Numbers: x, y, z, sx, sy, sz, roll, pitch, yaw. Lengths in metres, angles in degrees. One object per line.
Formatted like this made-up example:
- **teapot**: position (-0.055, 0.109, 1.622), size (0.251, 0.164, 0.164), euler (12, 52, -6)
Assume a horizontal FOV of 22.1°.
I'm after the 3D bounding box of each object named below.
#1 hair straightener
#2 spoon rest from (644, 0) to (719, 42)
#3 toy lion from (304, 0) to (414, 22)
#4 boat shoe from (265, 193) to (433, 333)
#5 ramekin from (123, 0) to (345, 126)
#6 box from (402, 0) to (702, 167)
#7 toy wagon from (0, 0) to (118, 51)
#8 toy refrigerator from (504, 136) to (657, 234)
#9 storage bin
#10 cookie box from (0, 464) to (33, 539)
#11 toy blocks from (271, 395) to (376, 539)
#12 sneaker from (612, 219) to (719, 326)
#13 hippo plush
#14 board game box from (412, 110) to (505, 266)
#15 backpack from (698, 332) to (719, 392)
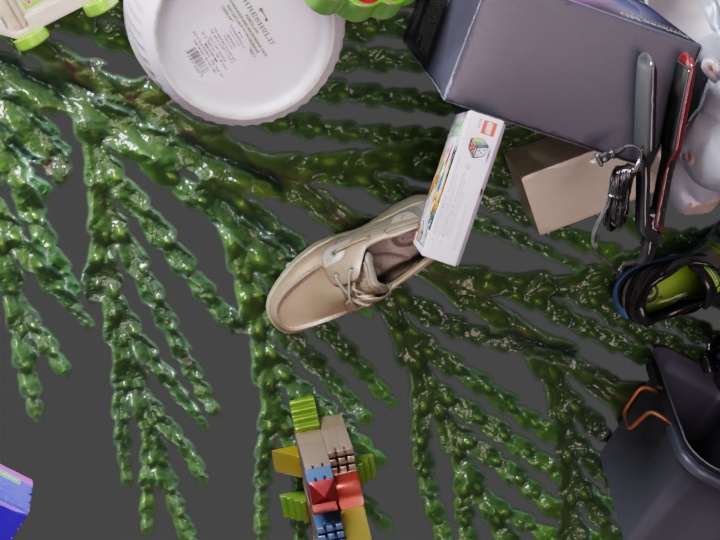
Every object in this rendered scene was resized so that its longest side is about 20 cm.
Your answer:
- **hair straightener**: position (0.225, -0.087, 1.541), size (0.077, 0.041, 0.200), euler (2, 115, -12)
- **spoon rest**: position (0.355, -0.274, 1.685), size (0.200, 0.061, 0.099), euler (-26, 113, 1)
- **toy lion**: position (-0.030, -0.307, 1.546), size (0.200, 0.069, 0.192), euler (19, 63, -15)
- **boat shoe**: position (0.000, 0.000, 1.734), size (0.200, 0.065, 0.072), euler (-31, 113, 4)
- **ramekin**: position (-0.105, -0.220, 1.608), size (0.200, 0.105, 0.201), euler (-3, 113, -8)
- **box**: position (0.163, -0.198, 1.610), size (0.200, 0.198, 0.123), euler (16, 108, -16)
- **toy wagon**: position (-0.309, -0.269, 1.592), size (0.200, 0.040, 0.155), euler (-26, 113, 3)
- **toy refrigerator**: position (0.244, -0.104, 1.727), size (0.200, 0.076, 0.070), euler (-21, 113, -1)
- **storage bin**: position (0.306, 0.190, 1.798), size (0.145, 0.200, 0.134), euler (26, 115, -18)
- **cookie box**: position (-0.436, 0.256, 1.760), size (0.171, 0.075, 0.200), euler (30, 105, -18)
- **toy blocks**: position (-0.023, 0.239, 1.788), size (0.100, 0.137, 0.200), euler (-11, 113, -5)
- **sneaker**: position (0.342, 0.001, 1.780), size (0.199, 0.083, 0.071), euler (-28, 113, 0)
- **hippo plush**: position (0.339, -0.133, 1.603), size (0.159, 0.161, 0.200), euler (24, 96, -12)
- **board game box**: position (0.083, -0.073, 1.599), size (0.035, 0.200, 0.126), euler (19, 93, -2)
- **backpack**: position (0.454, 0.072, 1.775), size (0.200, 0.154, 0.191), euler (38, 70, -34)
